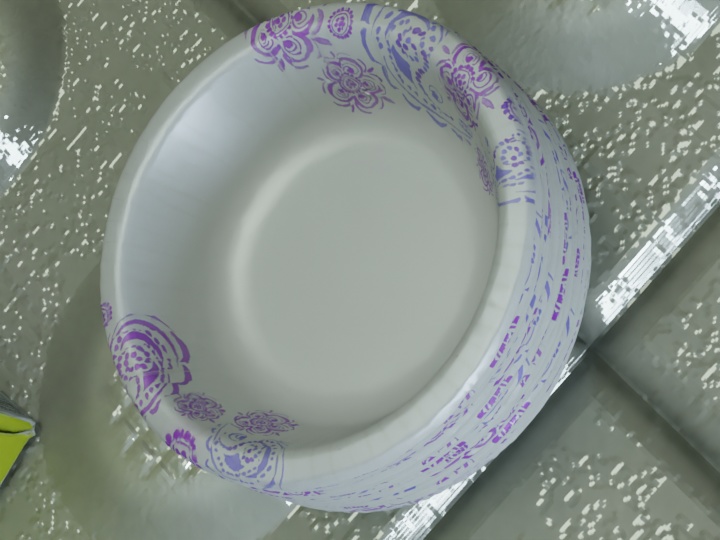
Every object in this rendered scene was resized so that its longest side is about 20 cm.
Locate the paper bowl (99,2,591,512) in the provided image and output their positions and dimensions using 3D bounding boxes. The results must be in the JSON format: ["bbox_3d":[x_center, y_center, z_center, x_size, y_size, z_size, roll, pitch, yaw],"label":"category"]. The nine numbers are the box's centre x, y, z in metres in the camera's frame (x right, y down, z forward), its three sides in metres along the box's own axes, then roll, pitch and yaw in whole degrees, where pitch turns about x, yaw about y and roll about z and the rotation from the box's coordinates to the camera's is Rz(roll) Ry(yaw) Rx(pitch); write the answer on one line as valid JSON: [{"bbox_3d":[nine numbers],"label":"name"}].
[{"bbox_3d":[0.000,0.000,0.897,0.200,0.104,0.202,-9,70,26],"label":"paper bowl"}]

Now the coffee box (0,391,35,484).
[{"bbox_3d":[-0.312,0.084,0.986,0.197,0.200,0.200,34,92,32],"label":"coffee box"}]
